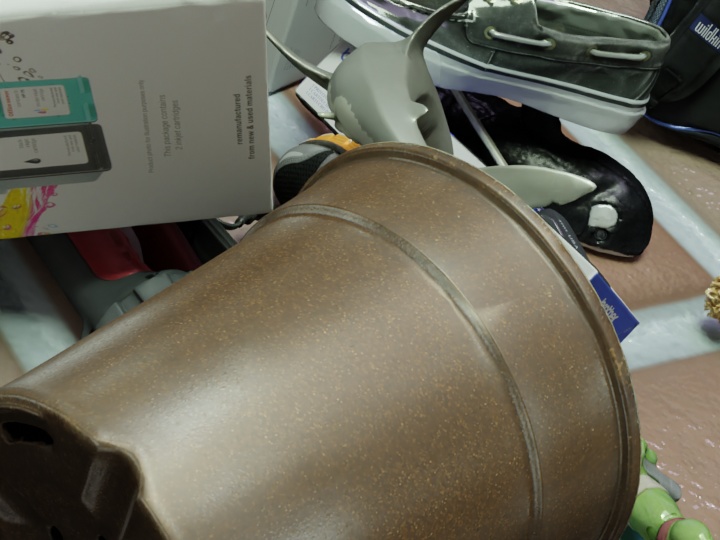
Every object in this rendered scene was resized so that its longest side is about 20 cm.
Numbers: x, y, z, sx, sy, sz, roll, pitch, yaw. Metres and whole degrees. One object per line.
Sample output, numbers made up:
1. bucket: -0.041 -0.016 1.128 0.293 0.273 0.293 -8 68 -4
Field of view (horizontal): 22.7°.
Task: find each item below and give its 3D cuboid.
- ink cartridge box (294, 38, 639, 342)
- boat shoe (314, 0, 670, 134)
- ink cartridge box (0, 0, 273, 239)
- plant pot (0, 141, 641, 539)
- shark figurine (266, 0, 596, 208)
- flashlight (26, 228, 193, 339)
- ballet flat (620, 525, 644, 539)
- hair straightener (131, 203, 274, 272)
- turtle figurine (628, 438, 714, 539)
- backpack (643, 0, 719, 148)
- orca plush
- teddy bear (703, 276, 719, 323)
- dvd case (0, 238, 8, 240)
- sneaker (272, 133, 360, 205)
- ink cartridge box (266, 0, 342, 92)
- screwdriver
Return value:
1. ink cartridge box: 0.056 -0.034 0.948 0.200 0.044 0.094 45 2 28
2. boat shoe: 0.075 -0.137 0.977 0.200 0.071 0.072 13 31 -21
3. ink cartridge box: -0.144 -0.113 0.761 0.200 0.146 0.147 -5 56 -5
4. plant pot: -0.032 0.075 0.683 0.198 0.200 0.200 -26 58 -39
5. shark figurine: 0.027 -0.080 0.786 0.128 0.089 0.215 45 6 -16
6. flashlight: -0.125 -0.023 0.852 0.068 0.068 0.200 -15 49 -35
7. ballet flat: 0.065 0.084 0.808 0.200 0.067 0.067 53 32 -12
8. hair straightener: -0.086 -0.025 0.910 0.077 0.041 0.200 -8 41 -36
9. turtle figurine: 0.186 0.082 0.773 0.200 0.144 0.194 60 18 22
10. backpack: 0.277 -0.172 1.165 0.200 0.191 0.154 18 20 -7
11. orca plush: 0.095 -0.089 1.056 0.105 0.071 0.200 -18 53 -43
12. teddy bear: 0.260 0.050 0.989 0.145 0.067 0.200 6 45 -8
13. dvd case: -0.189 -0.074 0.838 0.200 0.025 0.150 -16 57 -11
14. sneaker: 0.000 0.000 0.892 0.077 0.078 0.200 -31 43 -11
15. ink cartridge box: -0.004 -0.228 1.069 0.084 0.200 0.175 37 38 20
16. screwdriver: 0.075 -0.060 1.008 0.029 0.028 0.200 -22 70 -33
